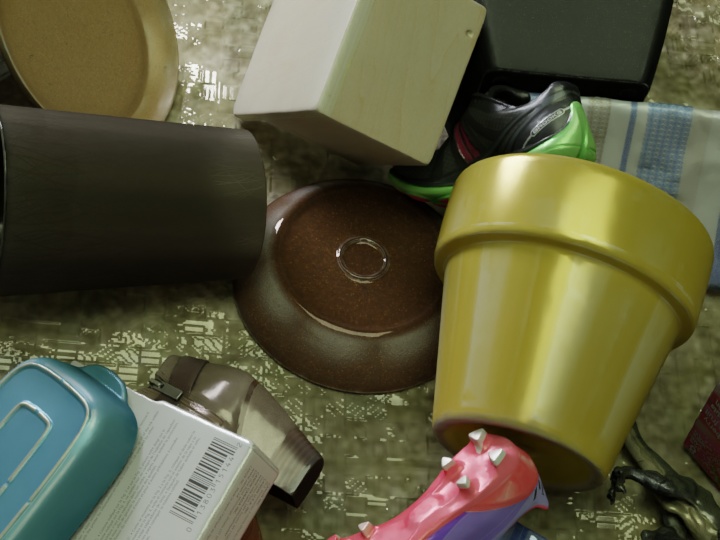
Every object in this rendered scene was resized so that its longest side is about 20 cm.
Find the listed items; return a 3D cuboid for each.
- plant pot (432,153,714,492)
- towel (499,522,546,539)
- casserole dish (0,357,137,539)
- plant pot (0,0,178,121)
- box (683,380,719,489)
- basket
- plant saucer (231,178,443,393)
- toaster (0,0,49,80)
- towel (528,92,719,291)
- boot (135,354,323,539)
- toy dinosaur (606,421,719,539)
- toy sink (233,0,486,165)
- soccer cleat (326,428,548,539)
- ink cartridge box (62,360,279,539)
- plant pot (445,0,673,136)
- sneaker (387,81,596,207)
[{"bbox_3d":[0.137,0.047,1.215,0.199,0.201,0.191,18,69,3],"label":"plant pot"},{"bbox_3d":[0.115,0.275,1.130,0.146,0.024,0.201,30,55,10],"label":"towel"},{"bbox_3d":[-0.233,0.138,1.109,0.121,0.039,0.201,30,77,38],"label":"casserole dish"},{"bbox_3d":[-0.222,-0.193,1.342,0.199,0.027,0.202,25,58,-48],"label":"plant pot"},{"bbox_3d":[0.341,0.156,1.221,0.099,0.096,0.201,-26,63,-26],"label":"box"},{"bbox_3d":[-0.178,-0.050,1.242,0.198,0.180,0.138,-1,77,-21],"label":"basket"},{"bbox_3d":[0.000,0.000,1.307,0.198,0.037,0.202,5,54,-6],"label":"plant saucer"},{"bbox_3d":[-0.318,-0.234,1.342,0.129,0.113,0.202,39,42,-33],"label":"toaster"},{"bbox_3d":[0.210,-0.061,1.333,0.197,0.149,0.024,6,19,-4],"label":"towel"},{"bbox_3d":[-0.126,0.153,1.163,0.145,0.071,0.200,28,58,20],"label":"boot"},{"bbox_3d":[0.223,0.168,1.223,0.087,0.048,0.201,-16,57,-38],"label":"toy dinosaur"},{"bbox_3d":[-0.003,-0.161,1.337,0.111,0.200,0.132,24,83,-23],"label":"toy sink"},{"bbox_3d":[0.040,0.192,1.141,0.199,0.077,0.067,-40,30,-2],"label":"soccer cleat"},{"bbox_3d":[-0.173,0.177,1.105,0.175,0.045,0.201,20,71,36],"label":"ink cartridge box"},{"bbox_3d":[0.154,-0.198,1.389,0.197,0.200,0.179,4,63,-8],"label":"plant pot"},{"bbox_3d":[0.102,-0.095,1.290,0.076,0.199,0.085,12,73,-42],"label":"sneaker"}]
